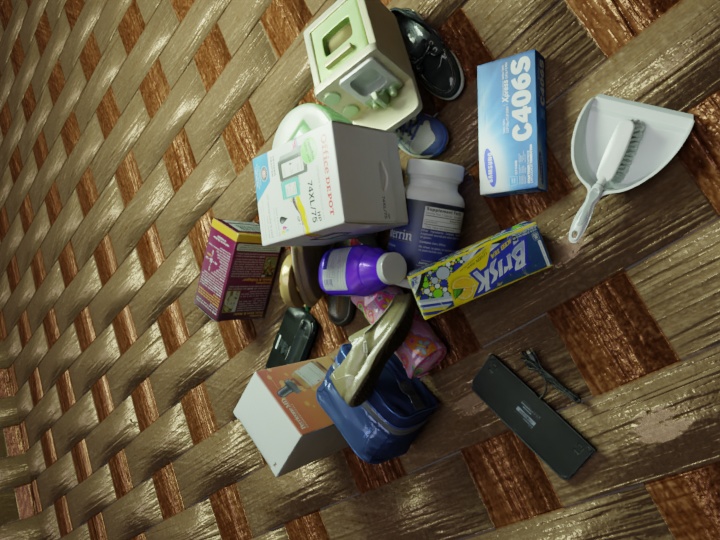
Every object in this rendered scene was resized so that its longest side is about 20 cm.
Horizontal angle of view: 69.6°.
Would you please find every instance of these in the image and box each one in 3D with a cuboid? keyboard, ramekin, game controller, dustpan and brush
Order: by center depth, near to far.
[{"bbox_3d":[0.333,-0.131,0.698,0.139,0.057,0.202,29,108,35],"label":"dustpan and brush"},{"bbox_3d":[0.266,0.200,0.780,0.200,0.020,0.128,44,122,29],"label":"keyboard"},{"bbox_3d":[-0.082,-0.224,1.007,0.198,0.097,0.203,0,91,38],"label":"ramekin"},{"bbox_3d":[-0.152,0.172,1.111,0.104,0.042,0.202,42,116,46],"label":"game controller"}]

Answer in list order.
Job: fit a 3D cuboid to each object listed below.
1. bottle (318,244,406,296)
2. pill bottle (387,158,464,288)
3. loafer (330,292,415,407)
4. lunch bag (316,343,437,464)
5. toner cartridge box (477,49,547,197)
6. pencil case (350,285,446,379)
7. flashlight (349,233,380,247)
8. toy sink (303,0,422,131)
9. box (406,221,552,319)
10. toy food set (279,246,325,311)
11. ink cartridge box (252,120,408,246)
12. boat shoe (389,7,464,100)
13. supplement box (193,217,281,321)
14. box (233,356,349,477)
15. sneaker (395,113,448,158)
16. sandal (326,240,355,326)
[{"bbox_3d":[0.000,0.000,0.840,0.199,0.065,0.085,-6,78,59],"label":"bottle"},{"bbox_3d":[0.107,-0.074,0.846,0.115,0.115,0.203,14,98,38],"label":"pill bottle"},{"bbox_3d":[0.019,0.113,0.816,0.067,0.076,0.201,27,73,23],"label":"loafer"},{"bbox_3d":[0.026,0.210,0.899,0.200,0.135,0.133,44,116,31],"label":"lunch bag"},{"bbox_3d":[0.231,-0.219,0.791,0.094,0.043,0.203,-2,89,40],"label":"toner cartridge box"},{"bbox_3d":[0.062,0.090,0.904,0.200,0.087,0.088,51,119,27],"label":"pencil case"},{"bbox_3d":[0.022,-0.100,0.950,0.068,0.067,0.203,24,102,64],"label":"flashlight"},{"bbox_3d":[-0.001,-0.326,0.832,0.129,0.111,0.203,-26,65,32],"label":"toy sink"},{"bbox_3d":[0.170,-0.002,0.761,0.198,0.064,0.071,-24,95,5],"label":"box"},{"bbox_3d":[-0.107,-0.024,0.981,0.048,0.198,0.203,-5,82,9],"label":"toy food set"},{"bbox_3d":[-0.049,-0.126,0.817,0.198,0.145,0.149,-11,85,44],"label":"ink cartridge box"},{"bbox_3d":[0.104,-0.374,0.877,0.074,0.066,0.201,-35,69,33],"label":"boat shoe"},{"bbox_3d":[-0.267,-0.001,1.140,0.103,0.130,0.202,28,107,36],"label":"supplement box"},{"bbox_3d":[-0.103,0.261,0.963,0.152,0.199,0.107,45,116,28],"label":"box"},{"bbox_3d":[0.060,-0.256,0.901,0.199,0.088,0.076,35,109,32],"label":"sneaker"},{"bbox_3d":[-0.047,0.009,1.009,0.081,0.054,0.203,7,94,38],"label":"sandal"}]
